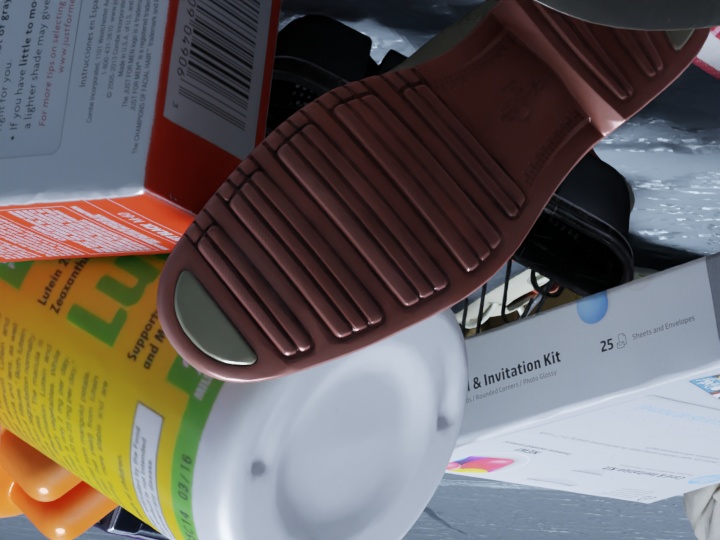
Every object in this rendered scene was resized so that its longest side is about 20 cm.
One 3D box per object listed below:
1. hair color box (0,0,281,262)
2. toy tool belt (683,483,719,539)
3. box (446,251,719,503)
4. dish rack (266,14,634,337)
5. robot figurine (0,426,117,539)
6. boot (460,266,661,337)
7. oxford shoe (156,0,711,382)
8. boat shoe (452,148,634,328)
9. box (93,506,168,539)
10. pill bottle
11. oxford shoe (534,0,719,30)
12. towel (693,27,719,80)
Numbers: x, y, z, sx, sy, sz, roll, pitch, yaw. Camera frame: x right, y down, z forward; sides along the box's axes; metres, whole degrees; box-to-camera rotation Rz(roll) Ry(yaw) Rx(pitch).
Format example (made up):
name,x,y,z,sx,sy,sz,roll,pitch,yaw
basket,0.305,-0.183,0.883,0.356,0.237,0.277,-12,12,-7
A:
name,x,y,z,sx,sy,sz,roll,pitch,yaw
hair color box,-0.124,-0.062,0.702,0.200,0.111,0.064,-2,164,30
toy tool belt,0.231,0.051,0.993,0.125,0.200,0.123,42,157,36
box,0.133,0.035,0.764,0.200,0.041,0.156,-23,156,39
dish rack,0.000,0.000,0.835,0.153,0.055,0.200,28,138,-7
robot figurine,-0.174,0.033,1.008,0.200,0.117,0.144,43,-162,27
boot,0.132,0.020,1.038,0.155,0.072,0.200,8,169,-13
oxford shoe,0.021,-0.030,0.663,0.200,0.071,0.074,-35,-179,-19
boat shoe,0.058,-0.009,0.924,0.063,0.071,0.200,25,159,-3
box,-0.131,0.071,1.165,0.200,0.104,0.148,17,178,41
pill bottle,-0.071,0.019,0.745,0.200,0.111,0.111,27,-177,38
oxford shoe,0.032,-0.109,0.584,0.200,0.071,0.071,8,-166,-11
towel,0.199,-0.063,0.651,0.144,0.023,0.200,31,156,-15
